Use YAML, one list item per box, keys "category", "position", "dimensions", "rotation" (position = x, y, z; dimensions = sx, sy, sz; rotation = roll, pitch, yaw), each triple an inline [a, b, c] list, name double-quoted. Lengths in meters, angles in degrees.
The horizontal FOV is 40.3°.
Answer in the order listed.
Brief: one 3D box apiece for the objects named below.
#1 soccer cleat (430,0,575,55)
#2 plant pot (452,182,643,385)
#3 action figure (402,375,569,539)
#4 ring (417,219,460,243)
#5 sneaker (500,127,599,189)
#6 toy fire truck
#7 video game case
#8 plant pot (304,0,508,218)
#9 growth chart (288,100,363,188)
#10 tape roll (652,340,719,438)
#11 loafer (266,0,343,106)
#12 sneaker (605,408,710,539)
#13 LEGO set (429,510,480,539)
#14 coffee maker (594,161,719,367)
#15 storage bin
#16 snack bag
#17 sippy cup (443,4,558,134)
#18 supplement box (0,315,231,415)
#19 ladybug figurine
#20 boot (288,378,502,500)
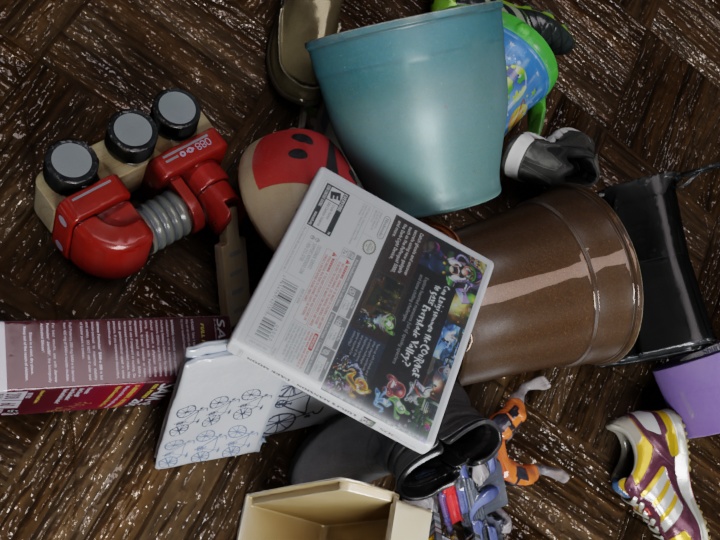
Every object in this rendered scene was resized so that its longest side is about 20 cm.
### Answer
- category: "soccer cleat"
  position: [0.173, -0.298, 1.213]
  dimensions: [0.199, 0.067, 0.082]
  rotation: [20, 81, -18]
- category: "plant pot"
  position: [0.151, 0.024, 1.022]
  dimensions: [0.197, 0.200, 0.201]
  rotation: [-13, 79, -23]
- category: "action figure"
  position: [0.123, 0.220, 1.006]
  dimensions: [0.193, 0.104, 0.201]
  rotation: [-20, 116, -29]
- category: "ring"
  position: [0.000, 0.000, 0.945]
  dimensions: [0.200, 0.200, 0.019]
  rotation: [-41, 122, -31]
- category: "sneaker"
  position: [0.243, -0.122, 1.143]
  dimensions: [0.090, 0.067, 0.200]
  rotation: [30, 23, 27]
- category: "toy fire truck"
  position: [-0.181, -0.036, 0.915]
  dimensions: [0.176, 0.129, 0.200]
  rotation: [-34, 80, -32]
- category: "video game case"
  position: [0.007, 0.028, 0.825]
  dimensions: [0.181, 0.023, 0.201]
  rotation: [28, 53, -6]
- category: "plant pot"
  position: [0.059, -0.155, 0.987]
  dimensions: [0.199, 0.200, 0.189]
  rotation: [-18, 103, -31]
- category: "growth chart"
  position: [-0.020, -0.121, 1.073]
  dimensions: [0.144, 0.018, 0.201]
  rotation: [29, 62, -16]
- category: "tape roll"
  position: [0.447, 0.119, 1.129]
  dimensions: [0.199, 0.200, 0.085]
  rotation: [-17, 82, -31]
- category: "loafer"
  position: [-0.058, -0.274, 1.071]
  dimensions: [0.076, 0.067, 0.201]
  rotation: [7, 66, -16]
- category: "sneaker"
  position: [0.328, 0.259, 1.103]
  dimensions: [0.090, 0.075, 0.201]
  rotation: [-6, 76, -11]
- category: "LEGO set"
  position: [0.091, 0.318, 0.923]
  dimensions: [0.199, 0.154, 0.116]
  rotation: [23, 30, -16]
- category: "coffee maker"
  position: [0.338, -0.001, 1.119]
  dimensions: [0.134, 0.192, 0.201]
  rotation: [-3, 76, -45]
- category: "storage bin"
  position: [-0.037, 0.290, 0.821]
  dimensions: [0.093, 0.198, 0.201]
  rotation: [22, 64, -24]
- category: "snack bag"
  position: [-0.076, 0.110, 0.869]
  dimensions: [0.199, 0.189, 0.021]
  rotation: [-7, 55, -27]
- category: "sippy cup"
  position: [0.137, -0.205, 1.125]
  dimensions: [0.177, 0.140, 0.131]
  rotation: [34, 71, 4]
- category: "supplement box"
  position: [-0.220, 0.082, 0.847]
  dimensions: [0.199, 0.109, 0.061]
  rotation: [-1, 73, -27]
- category: "ladybug figurine"
  position: [-0.051, -0.077, 0.947]
  dimensions: [0.136, 0.072, 0.200]
  rotation: [36, 25, -27]
- category: "boot"
  position: [0.024, 0.170, 0.891]
  dimensions: [0.200, 0.132, 0.070]
  rotation: [-37, 111, 2]
